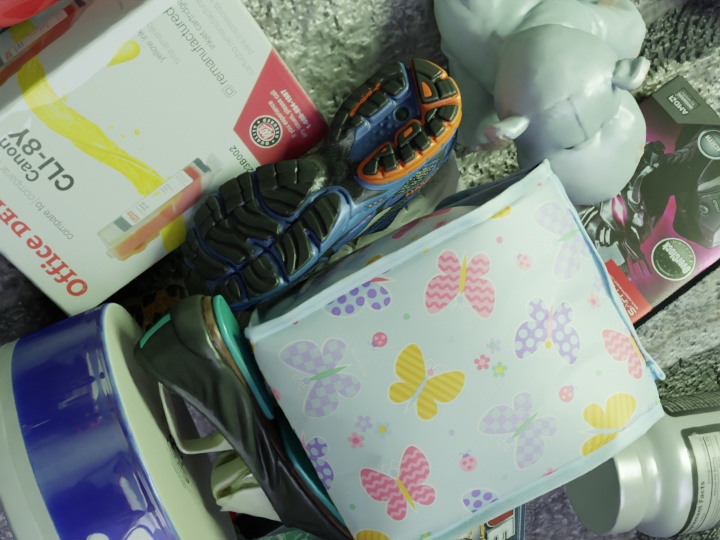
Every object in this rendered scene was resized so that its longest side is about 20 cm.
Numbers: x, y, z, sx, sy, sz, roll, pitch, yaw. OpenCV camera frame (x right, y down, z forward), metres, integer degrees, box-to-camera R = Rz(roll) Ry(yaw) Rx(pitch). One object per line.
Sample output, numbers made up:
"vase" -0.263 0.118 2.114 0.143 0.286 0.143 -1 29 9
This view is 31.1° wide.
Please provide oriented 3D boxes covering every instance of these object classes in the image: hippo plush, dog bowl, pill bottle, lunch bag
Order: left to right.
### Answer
"dog bowl" -0.141 0.123 0.756 0.079 0.200 0.200 -23 130 0
"lunch bag" 0.059 0.052 0.760 0.199 0.127 0.170 -29 98 7
"hippo plush" 0.128 -0.135 0.799 0.159 0.161 0.200 -30 131 -2
"pill bottle" 0.284 0.166 1.117 0.199 0.116 0.117 -6 125 -20

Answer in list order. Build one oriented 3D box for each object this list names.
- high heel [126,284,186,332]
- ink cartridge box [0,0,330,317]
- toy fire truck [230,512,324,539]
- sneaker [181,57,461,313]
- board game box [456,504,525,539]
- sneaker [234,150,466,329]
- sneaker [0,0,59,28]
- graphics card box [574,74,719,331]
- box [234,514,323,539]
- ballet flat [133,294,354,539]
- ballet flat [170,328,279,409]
"high heel" -0.205 0.077 0.855 0.142 0.072 0.200 10 128 -37
"ink cartridge box" -0.141 -0.087 0.762 0.200 0.083 0.145 -36 131 2
"toy fire truck" -0.088 0.207 0.940 0.199 0.176 0.129 -16 140 -30
"sneaker" -0.017 -0.037 0.767 0.200 0.075 0.078 -34 157 4
"board game box" 0.058 0.156 0.912 0.135 0.035 0.201 -21 124 -31
"sneaker" 0.000 0.000 0.897 0.200 0.078 0.099 -35 135 5
"sneaker" -0.134 -0.189 0.670 0.200 0.116 0.078 -45 129 9
"graphics card box" 0.184 -0.031 0.904 0.200 0.126 0.051 -34 164 -10
"box" -0.007 0.221 1.076 0.200 0.036 0.145 -31 131 -3
"ballet flat" -0.069 0.098 0.769 0.068 0.068 0.200 -27 118 7
"ballet flat" -0.043 0.072 0.847 0.070 0.065 0.200 -40 159 34
